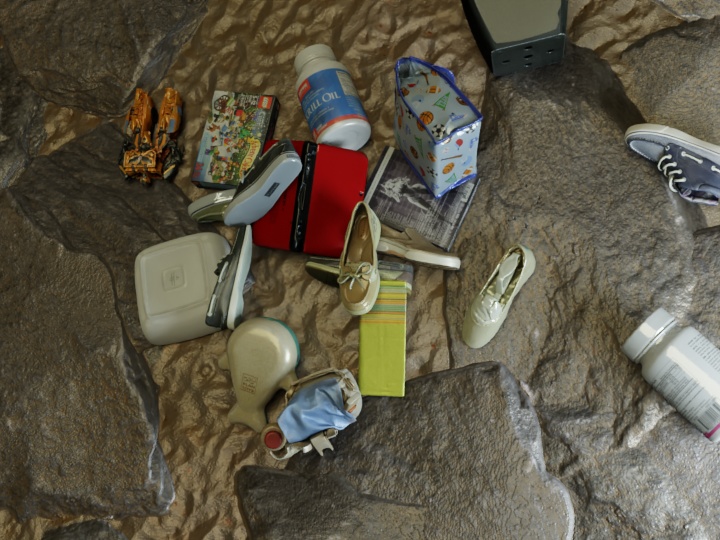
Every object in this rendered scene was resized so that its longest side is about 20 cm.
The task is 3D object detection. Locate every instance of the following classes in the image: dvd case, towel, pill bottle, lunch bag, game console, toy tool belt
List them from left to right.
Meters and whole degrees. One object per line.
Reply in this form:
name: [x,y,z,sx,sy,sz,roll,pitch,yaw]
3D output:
toy tool belt: [-0.087,0.249,1.444,0.199,0.123,0.126,-32,94,1]
game console: [-0.096,-0.133,1.606,0.171,0.118,0.203,8,90,38]
pill bottle: [-0.061,-0.330,1.656,0.111,0.112,0.202,-23,67,5]
towel: [0.038,0.117,1.500,0.085,0.018,0.203,1,90,14]
dvd case: [0.104,-0.137,1.603,0.198,0.016,0.150,22,78,19]
lunch bag: [0.127,-0.267,1.549,0.123,0.171,0.201,-28,60,-15]
pill bottle: [0.517,0.160,1.352,0.113,0.113,0.200,-42,68,-3]

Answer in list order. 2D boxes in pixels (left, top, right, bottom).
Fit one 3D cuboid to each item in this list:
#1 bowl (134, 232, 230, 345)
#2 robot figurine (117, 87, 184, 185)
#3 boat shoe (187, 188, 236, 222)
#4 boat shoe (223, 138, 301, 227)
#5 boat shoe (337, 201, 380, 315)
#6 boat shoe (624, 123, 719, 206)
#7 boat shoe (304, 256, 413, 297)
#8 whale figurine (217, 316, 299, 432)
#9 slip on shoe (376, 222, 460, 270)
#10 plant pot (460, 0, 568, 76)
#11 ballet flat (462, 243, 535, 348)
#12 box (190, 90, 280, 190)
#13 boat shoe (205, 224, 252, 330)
bowl: [-0.339,0.025,1.624,0.197,0.075,0.202,-14,68,8]
robot figurine: [-0.428,-0.271,1.751,0.143,0.058,0.202,1,71,15]
boat shoe: [-0.234,-0.119,1.649,0.198,0.072,0.063,-13,76,7]
boat shoe: [-0.186,-0.160,1.557,0.199,0.073,0.069,-46,52,33]
boat shoe: [-0.005,-0.022,1.487,0.072,0.063,0.202,-4,62,12]
boat shoe: [0.544,-0.181,1.480,0.198,0.075,0.093,20,70,18]
boat shoe: [0.000,0.000,1.556,0.198,0.072,0.067,13,69,11]
whale figurine: [-0.176,0.181,1.532,0.157,0.104,0.202,14,100,14]
slip on shoe: [0.088,-0.048,1.547,0.198,0.076,0.061,14,85,25]
plant pot: [0.291,-0.476,1.586,0.198,0.199,0.180,-10,80,9]
ballet flat: [0.234,0.039,1.486,0.069,0.070,0.201,29,81,20]
box: [-0.248,-0.257,1.715,0.135,0.038,0.202,7,74,16]
boat shoe: [-0.237,0.008,1.555,0.060,0.076,0.202,6,64,5]
